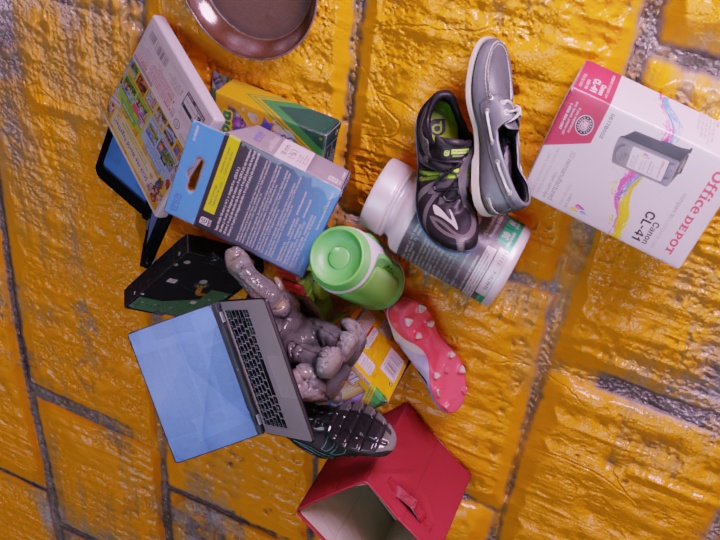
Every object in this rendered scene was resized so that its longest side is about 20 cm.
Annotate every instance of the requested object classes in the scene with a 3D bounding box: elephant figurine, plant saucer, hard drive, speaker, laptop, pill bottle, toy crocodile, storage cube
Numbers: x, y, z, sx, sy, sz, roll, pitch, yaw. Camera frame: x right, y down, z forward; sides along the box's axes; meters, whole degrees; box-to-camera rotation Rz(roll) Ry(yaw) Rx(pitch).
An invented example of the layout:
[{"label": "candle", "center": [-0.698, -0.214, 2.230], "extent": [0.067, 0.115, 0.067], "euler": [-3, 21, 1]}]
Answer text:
[{"label": "elephant figurine", "center": [-0.099, 0.077, 1.135], "extent": [0.199, 0.141, 0.157], "euler": [34, 108, 16]}, {"label": "plant saucer", "center": [-0.134, -0.361, 1.051], "extent": [0.197, 0.035, 0.203], "euler": [15, 128, 20]}, {"label": "hard drive", "center": [-0.260, 0.015, 1.324], "extent": [0.138, 0.038, 0.199], "euler": [15, 144, -38]}, {"label": "speaker", "center": [0.000, 0.000, 1.120], "extent": [0.087, 0.200, 0.090], "euler": [-3, 79, 17]}, {"label": "laptop", "center": [-0.178, 0.145, 1.083], "extent": [0.199, 0.115, 0.190], "euler": [-5, 106, 55]}, {"label": "pill bottle", "center": [0.104, -0.052, 1.082], "extent": [0.198, 0.113, 0.114], "euler": [30, 131, 6]}, {"label": "toy crocodile", "center": [-0.090, 0.005, 1.232], "extent": [0.067, 0.062, 0.201], "euler": [15, 152, 25]}, {"label": "storage cube", "center": [0.038, 0.351, 1.352], "extent": [0.171, 0.180, 0.199], "euler": [48, 131, -10]}]

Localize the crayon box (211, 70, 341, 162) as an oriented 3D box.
[{"label": "crayon box", "center": [-0.133, -0.174, 1.166], "extent": [0.198, 0.052, 0.127], "euler": [23, 130, 13]}]

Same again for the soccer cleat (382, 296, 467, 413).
[{"label": "soccer cleat", "center": [0.095, 0.121, 1.250], "extent": [0.076, 0.066, 0.202], "euler": [19, 143, 57]}]

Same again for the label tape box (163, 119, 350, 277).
[{"label": "label tape box", "center": [-0.131, -0.100, 1.083], "extent": [0.198, 0.064, 0.145], "euler": [26, 123, -4]}]

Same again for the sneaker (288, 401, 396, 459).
[{"label": "sneaker", "center": [-0.033, 0.232, 1.230], "extent": [0.197, 0.076, 0.080], "euler": [9, 140, 30]}]

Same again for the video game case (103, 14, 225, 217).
[{"label": "video game case", "center": [-0.271, -0.207, 1.159], "extent": [0.182, 0.023, 0.201], "euler": [-49, 62, 33]}]

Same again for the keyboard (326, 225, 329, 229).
[{"label": "keyboard", "center": [-0.103, -0.071, 1.195], "extent": [0.126, 0.021, 0.200], "euler": [1, 144, 47]}]

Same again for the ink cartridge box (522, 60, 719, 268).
[{"label": "ink cartridge box", "center": [0.301, -0.117, 0.951], "extent": [0.198, 0.086, 0.149], "euler": [28, 130, 10]}]

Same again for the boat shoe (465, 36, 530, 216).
[{"label": "boat shoe", "center": [0.162, -0.163, 0.963], "extent": [0.061, 0.072, 0.204], "euler": [1, 92, 47]}]

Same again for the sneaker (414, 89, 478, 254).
[{"label": "sneaker", "center": [0.099, -0.116, 0.999], "extent": [0.070, 0.203, 0.083], "euler": [-4, 165, -5]}]

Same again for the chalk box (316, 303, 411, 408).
[{"label": "chalk box", "center": [-0.040, 0.149, 1.292], "extent": [0.199, 0.125, 0.124], "euler": [-31, 105, 38]}]

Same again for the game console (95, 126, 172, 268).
[{"label": "game console", "center": [-0.328, -0.137, 1.260], "extent": [0.115, 0.178, 0.201], "euler": [16, 135, -20]}]
